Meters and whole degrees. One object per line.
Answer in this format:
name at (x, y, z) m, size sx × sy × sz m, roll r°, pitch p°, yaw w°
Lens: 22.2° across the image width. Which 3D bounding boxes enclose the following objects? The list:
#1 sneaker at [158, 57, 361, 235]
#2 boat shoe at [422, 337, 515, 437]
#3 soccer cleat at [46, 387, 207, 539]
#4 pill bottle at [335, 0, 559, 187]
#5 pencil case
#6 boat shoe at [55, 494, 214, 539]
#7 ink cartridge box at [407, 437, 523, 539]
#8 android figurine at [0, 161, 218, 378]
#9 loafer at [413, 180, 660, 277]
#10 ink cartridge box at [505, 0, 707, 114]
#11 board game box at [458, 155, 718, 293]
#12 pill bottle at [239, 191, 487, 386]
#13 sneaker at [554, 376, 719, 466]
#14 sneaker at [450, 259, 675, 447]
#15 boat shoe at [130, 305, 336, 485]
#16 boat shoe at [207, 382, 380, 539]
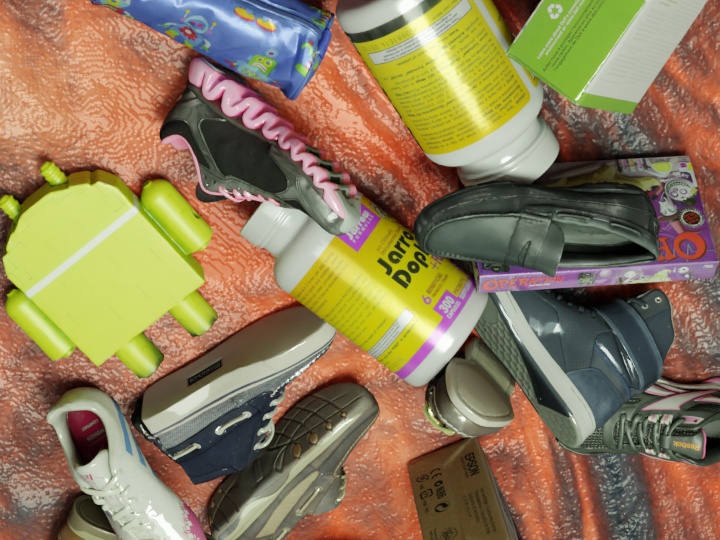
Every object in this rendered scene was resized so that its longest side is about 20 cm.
sneaker at (-0.085, -0.080, 1.466) m, size 0.200 × 0.079 × 0.095 m, roll 42°, pitch 97°, yaw 25°
boat shoe at (0.087, 0.108, 1.545) m, size 0.060 × 0.200 × 0.072 m, roll -43°, pitch 92°, yaw 13°
soccer cleat at (-0.204, 0.191, 1.566) m, size 0.070 × 0.086 × 0.200 m, roll -36°, pitch 84°, yaw 13°
pill bottle at (0.075, -0.158, 1.476) m, size 0.112 × 0.112 × 0.200 m, roll -32°, pitch 112°, yaw 7°
pencil case at (-0.117, -0.208, 1.450) m, size 0.200 × 0.087 × 0.078 m, roll 24°, pitch 73°, yaw -16°
boat shoe at (-0.179, 0.270, 1.653) m, size 0.200 × 0.072 × 0.068 m, roll 26°, pitch 111°, yaw -6°
ink cartridge box at (0.112, 0.266, 1.608) m, size 0.075 × 0.200 × 0.165 m, roll -24°, pitch 114°, yaw 5°
android figurine at (-0.217, -0.004, 1.546) m, size 0.182 × 0.041 × 0.200 m, roll -39°, pitch 112°, yaw 10°
loafer at (0.143, -0.030, 1.465) m, size 0.200 × 0.070 × 0.068 m, roll -2°, pitch 140°, yaw -11°
ink cartridge box at (0.220, -0.227, 1.441) m, size 0.076 × 0.148 × 0.200 m, roll 38°, pitch 106°, yaw 19°
board game box at (0.188, -0.040, 1.537) m, size 0.200 × 0.120 × 0.032 m, roll -4°, pitch 146°, yaw -5°
pill bottle at (0.000, 0.000, 1.527) m, size 0.200 × 0.104 × 0.104 m, roll 36°, pitch 105°, yaw -4°
sneaker at (0.275, 0.136, 1.635) m, size 0.200 × 0.086 × 0.080 m, roll -5°, pitch 111°, yaw -4°
sneaker at (0.180, 0.031, 1.591) m, size 0.146 × 0.077 × 0.202 m, roll -33°, pitch 86°, yaw -19°
boat shoe at (-0.093, 0.109, 1.597) m, size 0.200 × 0.075 × 0.093 m, roll -27°, pitch 119°, yaw 14°
boat shoe at (-0.050, 0.177, 1.631) m, size 0.073 × 0.075 × 0.200 m, roll 36°, pitch 113°, yaw -29°
